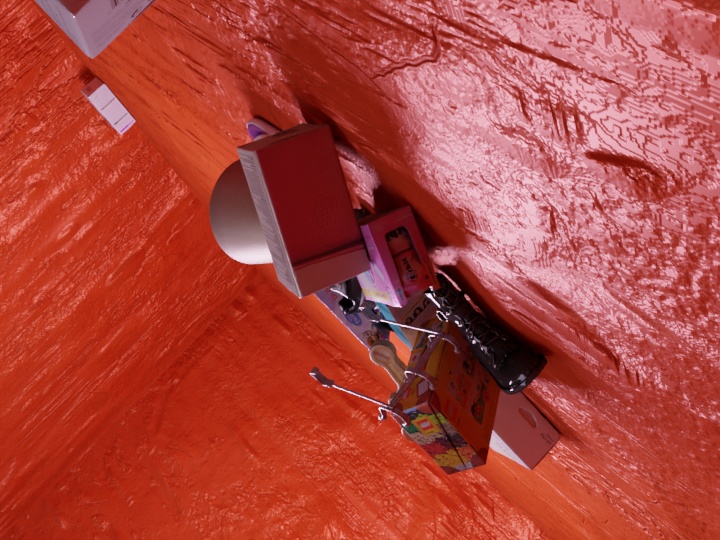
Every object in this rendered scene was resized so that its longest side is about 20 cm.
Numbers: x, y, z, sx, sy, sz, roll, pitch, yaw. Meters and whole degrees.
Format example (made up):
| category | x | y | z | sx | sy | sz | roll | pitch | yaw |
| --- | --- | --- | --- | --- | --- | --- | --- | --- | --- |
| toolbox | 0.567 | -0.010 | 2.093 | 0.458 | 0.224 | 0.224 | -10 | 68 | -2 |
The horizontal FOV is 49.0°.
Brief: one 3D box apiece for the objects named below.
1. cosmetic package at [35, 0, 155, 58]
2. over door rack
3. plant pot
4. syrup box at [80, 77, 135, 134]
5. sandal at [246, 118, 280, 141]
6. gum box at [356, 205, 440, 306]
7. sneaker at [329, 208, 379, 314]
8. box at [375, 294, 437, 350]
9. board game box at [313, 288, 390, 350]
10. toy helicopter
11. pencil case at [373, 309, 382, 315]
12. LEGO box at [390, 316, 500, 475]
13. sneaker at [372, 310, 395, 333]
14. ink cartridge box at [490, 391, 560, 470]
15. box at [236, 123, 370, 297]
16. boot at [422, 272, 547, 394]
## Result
| category | x | y | z | sx | sy | sz | roll | pitch | yaw |
| --- | --- | --- | --- | --- | --- | --- | --- | --- | --- |
| cosmetic package | -0.314 | -0.379 | 0.858 | 0.200 | 0.167 | 0.166 | 47 | 171 | -8 |
| over door rack | 0.042 | 0.142 | 1.189 | 0.198 | 0.148 | 0.067 | 18 | 152 | 44 |
| plant pot | -0.122 | -0.096 | 1.318 | 0.198 | 0.188 | 0.188 | 9 | 146 | 48 |
| syrup box | -0.928 | -0.605 | 2.910 | 0.079 | 0.081 | 0.201 | 38 | 167 | 39 |
| sandal | -0.145 | -0.197 | 1.284 | 0.202 | 0.050 | 0.083 | 34 | 166 | 52 |
| gum box | 0.037 | -0.020 | 1.089 | 0.115 | 0.065 | 0.200 | 67 | 168 | -6 |
| sneaker | -0.011 | -0.004 | 1.261 | 0.067 | 0.089 | 0.202 | -127 | 22 | -46 |
| box | 0.075 | 0.052 | 1.295 | 0.049 | 0.082 | 0.201 | 37 | 168 | 34 |
| board game box | -0.025 | 0.057 | 1.472 | 0.200 | 0.041 | 0.200 | 46 | -174 | 0 |
| toy helicopter | 0.093 | 0.193 | 1.360 | 0.201 | 0.131 | 0.079 | 50 | -147 | -17 |
| pencil case | 0.000 | 0.000 | 1.408 | 0.200 | 0.078 | 0.088 | 42 | 142 | 24 |
| LEGO box | 0.143 | 0.189 | 1.242 | 0.077 | 0.201 | 0.149 | -27 | 115 | 36 |
| sneaker | 0.049 | 0.047 | 1.476 | 0.200 | 0.079 | 0.095 | 49 | -175 | 30 |
| ink cartridge box | 0.255 | 0.268 | 1.441 | 0.145 | 0.083 | 0.200 | 46 | 171 | -5 |
| box | -0.077 | -0.085 | 1.059 | 0.128 | 0.108 | 0.203 | -151 | 42 | -68 |
| boot | 0.155 | 0.077 | 1.089 | 0.174 | 0.069 | 0.200 | 47 | 173 | -14 |
